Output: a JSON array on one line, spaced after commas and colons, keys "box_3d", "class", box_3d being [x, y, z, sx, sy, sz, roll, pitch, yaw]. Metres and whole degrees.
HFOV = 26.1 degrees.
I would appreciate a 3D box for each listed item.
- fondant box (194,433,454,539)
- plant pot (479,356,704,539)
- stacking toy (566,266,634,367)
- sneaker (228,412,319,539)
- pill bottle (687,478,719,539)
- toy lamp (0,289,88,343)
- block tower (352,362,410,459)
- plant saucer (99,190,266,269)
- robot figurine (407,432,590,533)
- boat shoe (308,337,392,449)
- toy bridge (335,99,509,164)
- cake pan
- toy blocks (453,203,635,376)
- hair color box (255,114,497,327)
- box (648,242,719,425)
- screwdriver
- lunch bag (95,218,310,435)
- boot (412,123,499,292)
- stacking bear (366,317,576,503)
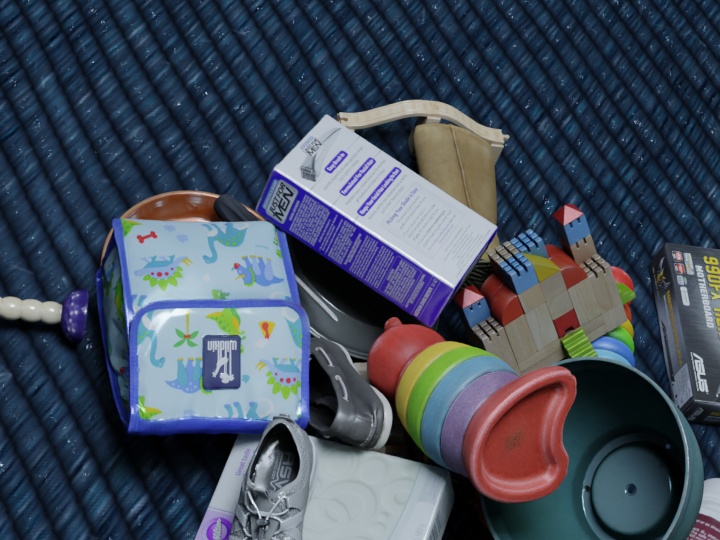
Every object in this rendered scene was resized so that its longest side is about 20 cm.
[{"box_3d": [-0.033, 0.227, 1.358, 0.198, 0.058, 0.145, 11, 57, 18], "class": "fondant box"}, {"box_3d": [0.225, 0.190, 1.394, 0.134, 0.200, 0.202, 26, 39, -53], "class": "plant pot"}, {"box_3d": [0.251, 0.077, 1.610, 0.085, 0.086, 0.201, 20, 46, -6], "class": "stacking toy"}, {"box_3d": [-0.083, 0.212, 1.289, 0.074, 0.082, 0.201, 0, 56, 10], "class": "sneaker"}, {"box_3d": [0.309, 0.295, 1.452, 0.114, 0.114, 0.200, 40, 54, 9], "class": "pill bottle"}, {"box_3d": [-0.353, 0.033, 1.426, 0.198, 0.058, 0.059, 9, 55, -16], "class": "toy lamp"}, {"box_3d": [0.018, 0.177, 1.454, 0.053, 0.058, 0.201, -3, 53, 8], "class": "block tower"}, {"box_3d": [-0.158, 0.012, 1.525, 0.199, 0.032, 0.202, 10, 54, -14], "class": "plant saucer"}, {"box_3d": [0.137, 0.183, 1.478, 0.200, 0.058, 0.145, 48, 53, -7], "class": "robot figurine"}, {"box_3d": [-0.037, 0.105, 1.424, 0.057, 0.067, 0.200, 14, 11, -30], "class": "boat shoe"}, {"box_3d": [0.071, -0.155, 1.697, 0.198, 0.067, 0.027, 4, 50, -17], "class": "toy bridge"}, {"box_3d": [0.000, 0.000, 1.561, 0.199, 0.037, 0.201, 19, 44, -20], "class": "cake pan"}, {"box_3d": [0.174, 0.025, 1.539, 0.199, 0.137, 0.100, -30, 34, -8], "class": "toy blocks"}, {"box_3d": [0.015, -0.048, 1.445, 0.199, 0.065, 0.109, 35, 43, 5], "class": "hair color box"}, {"box_3d": [0.405, 0.073, 1.678, 0.157, 0.048, 0.201, 8, 56, -14], "class": "box"}, {"box_3d": [-0.080, -0.015, 1.498, 0.028, 0.029, 0.200, -9, 38, -42], "class": "screwdriver"}, {"box_3d": [-0.142, 0.057, 1.400, 0.169, 0.128, 0.201, 0, 57, -20], "class": "lunch bag"}, {"box_3d": [0.073, -0.078, 1.612, 0.174, 0.066, 0.201, 24, 40, -28], "class": "boot"}, {"box_3d": [0.081, 0.110, 1.368, 0.113, 0.122, 0.200, -13, 28, -32], "class": "stacking bear"}]
